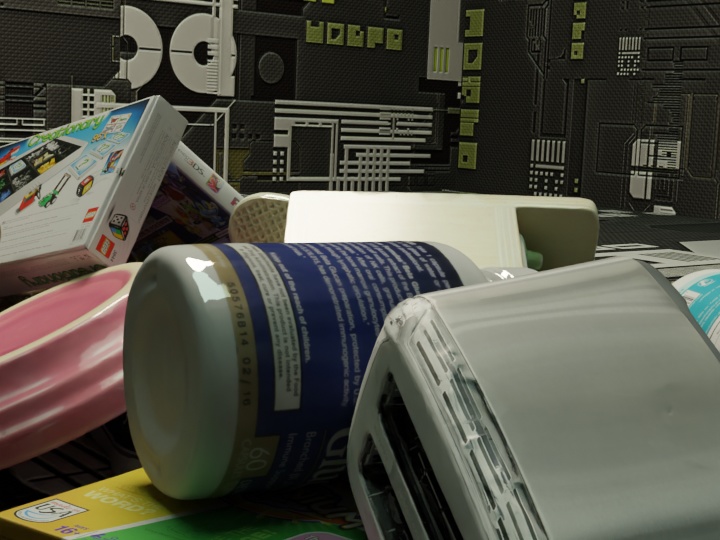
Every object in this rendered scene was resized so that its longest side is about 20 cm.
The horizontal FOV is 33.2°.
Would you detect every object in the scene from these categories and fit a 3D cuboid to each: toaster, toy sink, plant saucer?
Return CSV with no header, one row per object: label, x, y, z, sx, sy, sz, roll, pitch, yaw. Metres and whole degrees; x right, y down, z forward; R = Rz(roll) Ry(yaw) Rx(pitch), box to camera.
toaster,0.078,0.087,0.452,0.128,0.114,0.201,-5,46,-21
toy sink,0.051,0.036,0.759,0.199,0.131,0.112,2,40,-1
plant saucer,-0.181,0.050,0.702,0.200,0.051,0.201,-21,15,6

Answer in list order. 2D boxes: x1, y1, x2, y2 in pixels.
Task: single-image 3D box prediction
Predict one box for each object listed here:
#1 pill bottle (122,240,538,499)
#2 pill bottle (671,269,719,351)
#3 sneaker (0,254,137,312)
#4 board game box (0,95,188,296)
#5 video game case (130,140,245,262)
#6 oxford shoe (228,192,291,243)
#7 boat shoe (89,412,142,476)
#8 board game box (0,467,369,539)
pill bottle,-0.001,0.042,0.567,0.199,0.112,0.111,-2,9,-29
pill bottle,0.276,0.066,0.803,0.110,0.112,0.200,1,8,-13
sneaker,-0.260,0.052,0.944,0.200,0.067,0.090,-38,-5,-48
board game box,-0.217,-0.046,0.850,0.199,0.127,0.035,-8,-38,41
video game case,-0.136,-0.020,0.961,0.182,0.023,0.200,42,-31,-19
oxford shoe,0.000,0.000,0.863,0.199,0.076,0.058,21,15,-4
boat shoe,-0.118,0.081,0.721,0.070,0.067,0.200,-1,8,-24
board game box,-0.039,0.120,0.544,0.152,0.041,0.200,7,9,33
